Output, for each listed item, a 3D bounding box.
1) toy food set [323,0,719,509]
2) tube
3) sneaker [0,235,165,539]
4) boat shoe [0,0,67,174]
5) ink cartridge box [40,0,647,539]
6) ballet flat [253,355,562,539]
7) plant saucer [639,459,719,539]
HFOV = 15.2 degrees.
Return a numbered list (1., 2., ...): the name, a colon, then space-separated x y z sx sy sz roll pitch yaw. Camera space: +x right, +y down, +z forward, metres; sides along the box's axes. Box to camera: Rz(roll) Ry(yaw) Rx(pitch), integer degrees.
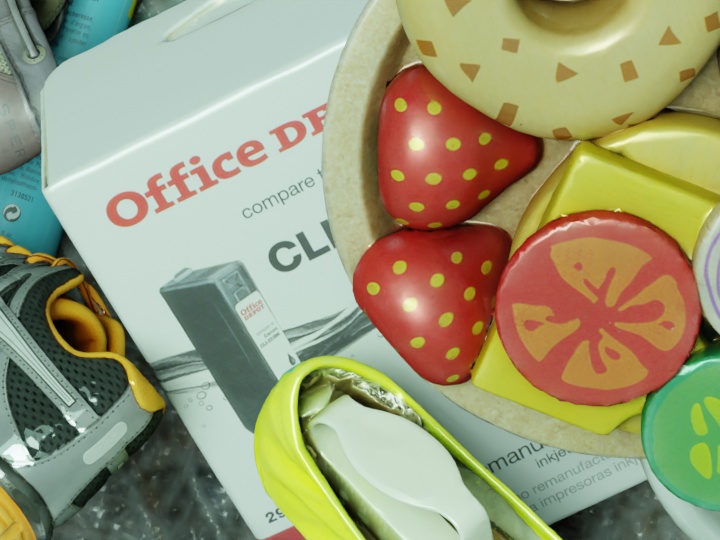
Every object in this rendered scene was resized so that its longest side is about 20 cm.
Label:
1. toy food set: 0.088 -0.030 0.801 0.197 0.049 0.201 21 113 -5
2. tube: -0.126 -0.068 1.027 0.077 0.050 0.201 11 79 21
3. sneaker: -0.119 0.024 0.906 0.077 0.078 0.200 -34 36 0
4. boat shoe: -0.137 -0.104 0.987 0.064 0.072 0.201 -12 42 -2
5. ink cartridge box: 0.000 0.000 0.907 0.144 0.084 0.201 -26 118 7
6. ballet flat: 0.041 0.099 0.823 0.067 0.067 0.200 -38 71 -24
7. plant saucer: 0.181 0.016 0.900 0.199 0.050 0.201 -4 119 -7
